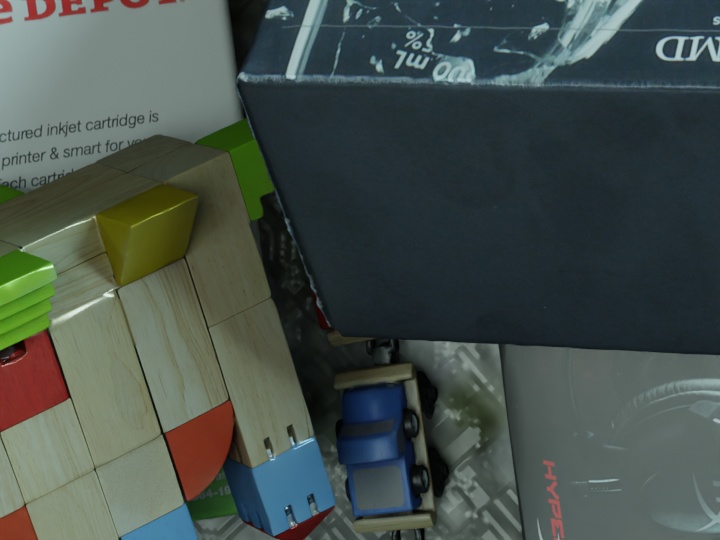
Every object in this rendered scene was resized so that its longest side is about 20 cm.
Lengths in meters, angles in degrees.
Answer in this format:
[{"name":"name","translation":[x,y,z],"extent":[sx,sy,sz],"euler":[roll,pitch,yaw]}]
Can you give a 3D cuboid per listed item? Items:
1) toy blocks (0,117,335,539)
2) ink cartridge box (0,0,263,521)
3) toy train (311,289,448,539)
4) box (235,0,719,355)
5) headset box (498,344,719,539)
[{"name":"toy blocks","translation":[-0.096,0.051,0.826],"extent":[0.199,0.100,0.137],"euler":[-26,112,-25]},{"name":"ink cartridge box","translation":[-0.113,-0.010,0.906],"extent":[0.145,0.084,0.201],"euler":[-8,93,-16]},{"name":"toy train","translation":[0.000,0.000,0.923],"extent":[0.034,0.046,0.201],"euler":[-8,93,16]},{"name":"box","translation":[0.093,-0.086,0.790],"extent":[0.199,0.124,0.197],"euler":[2,52,20]},{"name":"headset box","translation":[0.149,0.022,0.868],"extent":[0.199,0.077,0.150],"euler":[-6,94,18]}]
